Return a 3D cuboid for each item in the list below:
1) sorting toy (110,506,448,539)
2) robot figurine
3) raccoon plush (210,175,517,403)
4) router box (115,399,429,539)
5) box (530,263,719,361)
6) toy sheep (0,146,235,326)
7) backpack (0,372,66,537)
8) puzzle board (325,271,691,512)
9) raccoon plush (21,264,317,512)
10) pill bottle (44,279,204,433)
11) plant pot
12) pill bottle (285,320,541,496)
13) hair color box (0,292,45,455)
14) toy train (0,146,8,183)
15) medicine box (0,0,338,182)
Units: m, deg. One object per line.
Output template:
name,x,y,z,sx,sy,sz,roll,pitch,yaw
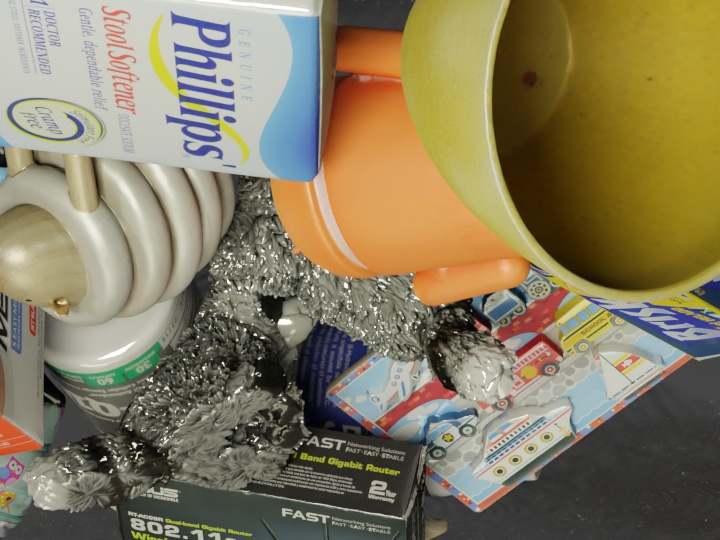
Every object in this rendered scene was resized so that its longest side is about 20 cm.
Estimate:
sorting toy,-0.069,0.167,1.667,0.199,0.037,0.185,33,138,-27
robot figurine,0.035,-0.059,1.333,0.199,0.118,0.144,-8,155,30
raccoon plush,0.000,0.000,1.433,0.133,0.097,0.200,16,-175,-28
router box,-0.056,0.165,1.588,0.198,0.062,0.150,8,139,9
box,0.167,-0.014,1.451,0.199,0.071,0.064,27,152,-37
toy sheep,-0.134,-0.043,1.363,0.137,0.200,0.139,27,134,32
backpack,-0.291,0.089,1.558,0.199,0.127,0.167,20,-175,-20
puzzle board,0.099,0.065,1.568,0.200,0.017,0.151,-38,120,24
raccoon plush,-0.119,0.059,1.511,0.198,0.134,0.097,-7,136,-15
pill bottle,-0.150,0.049,1.636,0.112,0.114,0.200,1,156,14
plant pot,0.100,-0.096,1.172,0.199,0.201,0.142,24,176,-34
pill bottle,0.024,0.093,1.677,0.198,0.121,0.120,2,156,12
hair color box,-0.249,0.021,1.377,0.063,0.112,0.200,-13,152,20
toy train,-0.252,-0.047,1.454,0.113,0.087,0.200,-7,158,-7
medicine box,-0.111,-0.137,1.210,0.198,0.104,0.182,7,157,2
